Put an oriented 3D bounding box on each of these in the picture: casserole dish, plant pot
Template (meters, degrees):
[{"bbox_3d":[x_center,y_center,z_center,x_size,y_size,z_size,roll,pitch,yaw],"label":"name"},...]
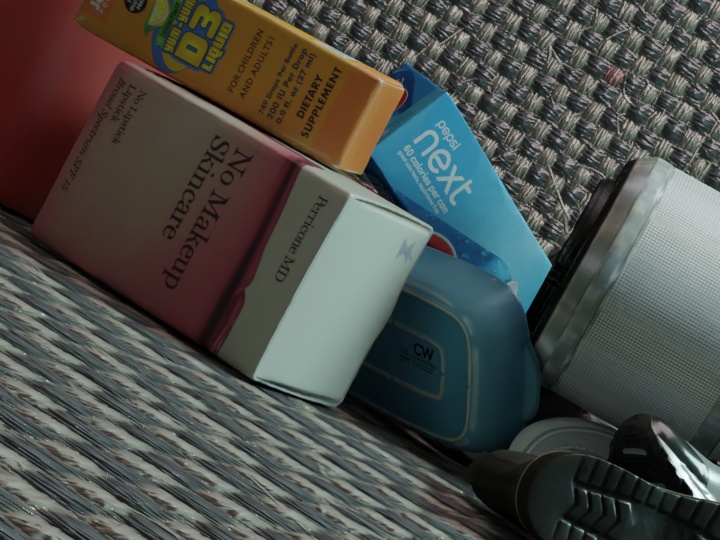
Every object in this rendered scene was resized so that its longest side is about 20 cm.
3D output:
[{"bbox_3d":[0.034,0.047,1.555,0.039,0.122,0.200,-16,26,-37],"label":"casserole dish"},{"bbox_3d":[-0.207,-0.134,1.679,0.200,0.178,0.200,29,4,-2],"label":"plant pot"}]

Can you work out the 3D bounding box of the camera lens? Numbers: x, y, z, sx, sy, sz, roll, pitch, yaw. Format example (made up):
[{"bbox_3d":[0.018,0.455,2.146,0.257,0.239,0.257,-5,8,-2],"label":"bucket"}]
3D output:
[{"bbox_3d":[0.212,0.036,1.527,0.200,0.160,0.160,30,4,4],"label":"camera lens"}]

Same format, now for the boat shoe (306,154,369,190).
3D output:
[{"bbox_3d":[0.000,0.002,1.653,0.201,0.063,0.073,48,-24,20],"label":"boat shoe"}]

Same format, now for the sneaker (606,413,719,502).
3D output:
[{"bbox_3d":[0.218,0.146,1.456,0.200,0.079,0.074,45,-28,-28],"label":"sneaker"}]

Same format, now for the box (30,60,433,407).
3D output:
[{"bbox_3d":[-0.080,-0.023,1.501,0.200,0.128,0.109,30,4,31],"label":"box"}]

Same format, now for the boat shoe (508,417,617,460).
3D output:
[{"bbox_3d":[0.179,0.158,1.523,0.200,0.072,0.069,37,-1,-25],"label":"boat shoe"}]

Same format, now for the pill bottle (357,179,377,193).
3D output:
[{"bbox_3d":[0.000,-0.009,2.034,0.114,0.114,0.200,26,5,-38],"label":"pill bottle"}]

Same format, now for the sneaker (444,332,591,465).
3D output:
[{"bbox_3d":[0.150,0.101,1.634,0.200,0.116,0.076,27,4,-29],"label":"sneaker"}]

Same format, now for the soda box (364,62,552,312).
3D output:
[{"bbox_3d":[0.064,-0.038,1.649,0.200,0.068,0.064,56,-7,-33],"label":"soda box"}]

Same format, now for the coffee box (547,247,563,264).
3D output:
[{"bbox_3d":[0.142,0.061,1.819,0.080,0.114,0.200,54,1,14],"label":"coffee box"}]

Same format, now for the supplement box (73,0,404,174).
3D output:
[{"bbox_3d":[-0.077,-0.134,1.533,0.200,0.067,0.069,29,6,14],"label":"supplement box"}]

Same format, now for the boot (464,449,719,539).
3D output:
[{"bbox_3d":[0.162,0.154,1.397,0.200,0.078,0.138,34,-8,-13],"label":"boot"}]
